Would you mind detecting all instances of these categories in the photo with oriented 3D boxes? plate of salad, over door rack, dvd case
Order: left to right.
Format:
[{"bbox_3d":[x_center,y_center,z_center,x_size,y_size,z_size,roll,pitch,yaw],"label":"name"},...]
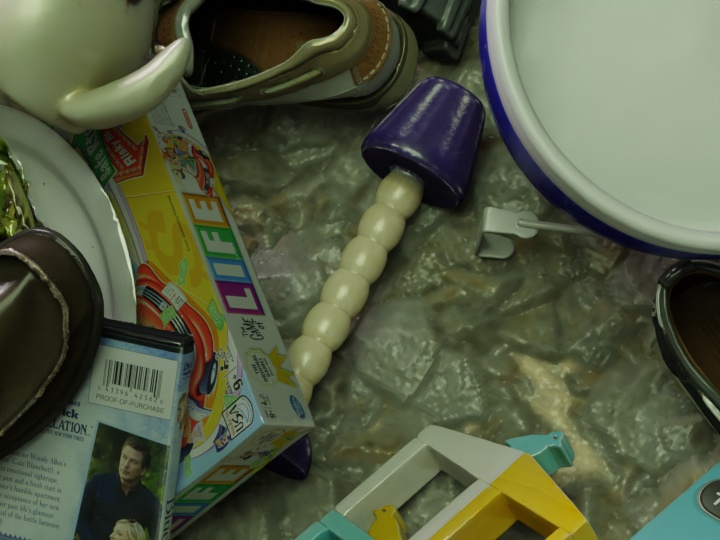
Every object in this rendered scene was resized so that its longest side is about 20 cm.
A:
[{"bbox_3d":[-0.187,0.022,1.160,0.199,0.048,0.201,0,91,33],"label":"plate of salad"},{"bbox_3d":[-0.153,0.114,1.120,0.142,0.018,0.201,11,101,17],"label":"dvd case"},{"bbox_3d":[0.154,-0.077,1.178,0.199,0.067,0.148,3,67,11],"label":"over door rack"}]

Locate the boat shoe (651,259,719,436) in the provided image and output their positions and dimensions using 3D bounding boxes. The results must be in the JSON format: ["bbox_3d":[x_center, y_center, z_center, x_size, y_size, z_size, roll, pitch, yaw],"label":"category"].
[{"bbox_3d":[0.203,0.074,1.107,0.072,0.068,0.200,-39,69,-8],"label":"boat shoe"}]

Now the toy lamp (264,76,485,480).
[{"bbox_3d":[0.000,0.000,1.177,0.058,0.058,0.201,22,74,17],"label":"toy lamp"}]

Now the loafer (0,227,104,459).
[{"bbox_3d":[-0.187,0.064,1.077,0.073,0.071,0.200,45,108,8],"label":"loafer"}]

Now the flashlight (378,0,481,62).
[{"bbox_3d":[0.051,-0.210,1.249,0.067,0.068,0.201,17,71,15],"label":"flashlight"}]

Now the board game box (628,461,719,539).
[{"bbox_3d":[0.152,0.174,1.027,0.151,0.047,0.200,32,52,32],"label":"board game box"}]

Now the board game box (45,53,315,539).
[{"bbox_3d":[-0.107,0.018,1.159,0.134,0.034,0.201,-40,60,33],"label":"board game box"}]

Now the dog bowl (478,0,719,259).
[{"bbox_3d":[0.151,-0.105,1.083,0.199,0.079,0.201,0,86,-3],"label":"dog bowl"}]

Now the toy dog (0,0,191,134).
[{"bbox_3d":[-0.135,-0.175,1.112,0.194,0.139,0.201,26,91,43],"label":"toy dog"}]

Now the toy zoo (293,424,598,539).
[{"bbox_3d":[0.017,0.137,1.090,0.200,0.021,0.131,-39,31,-14],"label":"toy zoo"}]

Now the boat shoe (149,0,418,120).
[{"bbox_3d":[-0.075,-0.113,1.212,0.199,0.068,0.075,-3,74,24],"label":"boat shoe"}]
